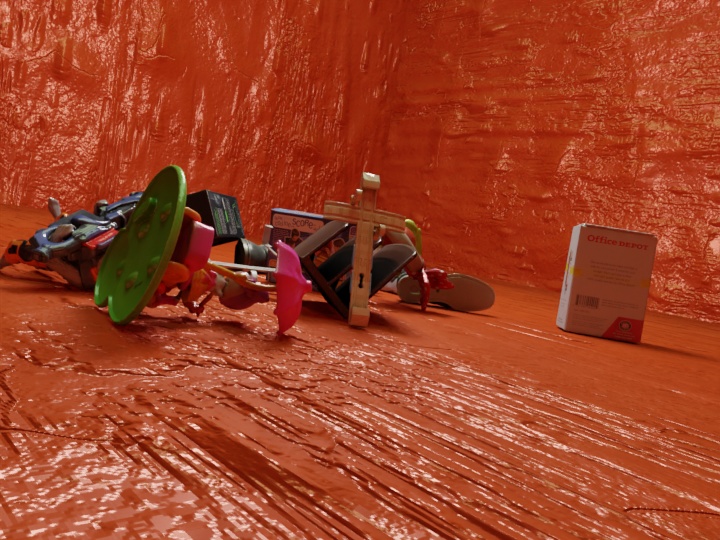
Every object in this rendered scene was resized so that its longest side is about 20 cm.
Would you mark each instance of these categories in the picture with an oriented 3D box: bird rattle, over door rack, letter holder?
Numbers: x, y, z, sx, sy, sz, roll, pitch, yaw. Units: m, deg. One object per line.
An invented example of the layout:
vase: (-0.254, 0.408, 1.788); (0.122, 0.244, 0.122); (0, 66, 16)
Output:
bird rattle: (0.076, -0.026, 1.157); (0.164, 0.112, 0.201); (54, 6, -32)
over door rack: (-0.190, -0.014, 0.998); (0.146, 0.068, 0.200); (8, 25, -26)
letter holder: (-0.013, -0.026, 0.928); (0.101, 0.142, 0.200); (52, -5, -10)

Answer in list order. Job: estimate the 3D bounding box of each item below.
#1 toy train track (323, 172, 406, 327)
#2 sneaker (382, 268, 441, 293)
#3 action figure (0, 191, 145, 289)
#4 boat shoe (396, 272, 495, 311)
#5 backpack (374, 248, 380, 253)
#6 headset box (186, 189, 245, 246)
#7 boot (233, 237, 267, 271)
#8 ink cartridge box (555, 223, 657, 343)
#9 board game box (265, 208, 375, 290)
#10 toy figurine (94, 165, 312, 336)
toy train track: (0.007, -0.031, 0.808); (0.113, 0.204, 0.033); (9, -15, -16)
sneaker: (0.111, 0.019, 1.421); (0.113, 0.077, 0.199); (7, 10, -41)
action figure: (-0.334, -0.033, 0.784); (0.191, 0.106, 0.200); (16, 31, 26)
boat shoe: (0.168, 0.036, 1.259); (0.196, 0.073, 0.068); (7, 7, -2)
backpack: (-0.028, -0.058, 1.690); (0.197, 0.156, 0.176); (17, 0, 18)
headset box: (-0.345, -0.088, 1.262); (0.171, 0.094, 0.200); (-14, 1, 7)
boot: (-0.163, -0.030, 1.345); (0.196, 0.074, 0.182); (6, 5, -15)
ink cartridge box: (0.467, 0.023, 1.210); (0.143, 0.204, 0.083); (10, 3, 7)
board game box: (-0.076, -0.033, 1.167); (0.197, 0.138, 0.034); (11, 12, 18)
toy figurine: (-0.146, 0.011, 0.642); (0.182, 0.153, 0.199); (23, -30, -34)
